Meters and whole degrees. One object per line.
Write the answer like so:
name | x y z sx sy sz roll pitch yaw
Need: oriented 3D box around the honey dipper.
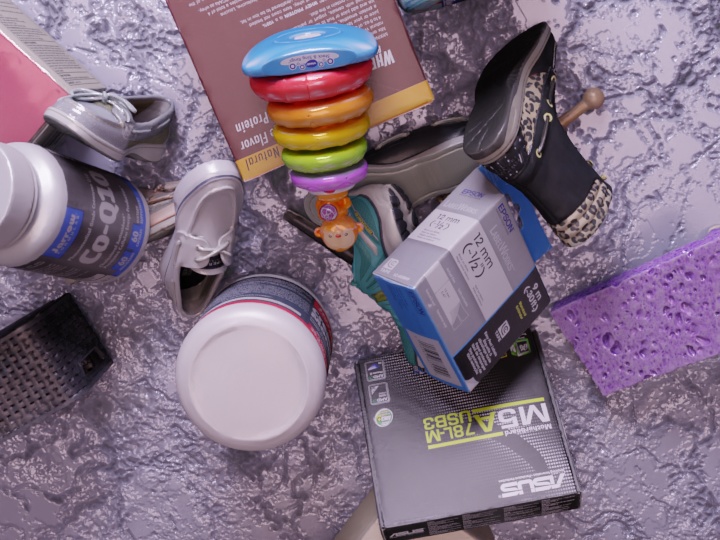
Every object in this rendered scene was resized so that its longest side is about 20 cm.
honey dipper | 0.167 -0.122 1.090 0.200 0.038 0.038 -38 98 4

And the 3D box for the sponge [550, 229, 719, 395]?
sponge | 0.306 0.046 1.074 0.200 0.030 0.112 -28 99 36

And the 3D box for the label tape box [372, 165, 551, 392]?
label tape box | 0.122 -0.004 1.031 0.200 0.066 0.143 -44 126 -20

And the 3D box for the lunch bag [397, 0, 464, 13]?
lunch bag | 0.106 -0.291 0.971 0.160 0.200 0.077 -15 102 3

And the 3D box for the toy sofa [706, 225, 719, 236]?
toy sofa | 0.460 -0.019 1.075 0.199 0.083 0.098 -19 101 5

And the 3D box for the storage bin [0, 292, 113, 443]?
storage bin | -0.374 0.118 1.096 0.200 0.135 0.094 -30 99 7

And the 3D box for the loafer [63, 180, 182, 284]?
loafer | -0.233 -0.054 1.096 0.200 0.072 0.063 -28 92 10

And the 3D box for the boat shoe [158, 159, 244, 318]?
boat shoe | -0.150 -0.026 1.049 0.073 0.200 0.065 -10 59 -24

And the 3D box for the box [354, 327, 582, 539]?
box | 0.104 0.164 1.076 0.199 0.194 0.048 -10 141 2

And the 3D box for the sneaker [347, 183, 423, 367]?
sneaker | 0.032 0.006 1.074 0.079 0.078 0.200 -11 110 24

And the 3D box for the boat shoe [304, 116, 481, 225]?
boat shoe | 0.038 -0.100 1.084 0.199 0.060 0.076 -15 129 5

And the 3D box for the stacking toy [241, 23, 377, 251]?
stacking toy | -0.032 -0.108 0.936 0.116 0.110 0.201 -7 112 1

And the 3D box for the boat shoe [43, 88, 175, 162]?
boat shoe | -0.233 -0.145 1.010 0.074 0.202 0.065 29 98 12

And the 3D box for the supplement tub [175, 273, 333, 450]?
supplement tub | -0.099 0.082 1.050 0.140 0.200 0.141 0 102 1

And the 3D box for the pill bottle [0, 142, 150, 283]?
pill bottle | -0.294 -0.054 0.983 0.113 0.200 0.114 -3 82 21

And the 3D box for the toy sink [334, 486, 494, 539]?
toy sink | 0.034 0.326 1.141 0.130 0.112 0.200 35 95 -5

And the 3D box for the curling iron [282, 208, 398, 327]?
curling iron | 0.000 0.000 1.119 0.200 0.026 0.050 39 97 -6

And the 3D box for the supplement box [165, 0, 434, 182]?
supplement box | -0.056 -0.220 1.023 0.197 0.133 0.200 -22 100 6

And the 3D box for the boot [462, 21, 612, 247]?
boot | 0.182 -0.133 1.033 0.154 0.204 0.073 43 136 -22

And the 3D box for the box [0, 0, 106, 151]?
box | -0.370 -0.204 1.037 0.200 0.128 0.109 42 100 -6
